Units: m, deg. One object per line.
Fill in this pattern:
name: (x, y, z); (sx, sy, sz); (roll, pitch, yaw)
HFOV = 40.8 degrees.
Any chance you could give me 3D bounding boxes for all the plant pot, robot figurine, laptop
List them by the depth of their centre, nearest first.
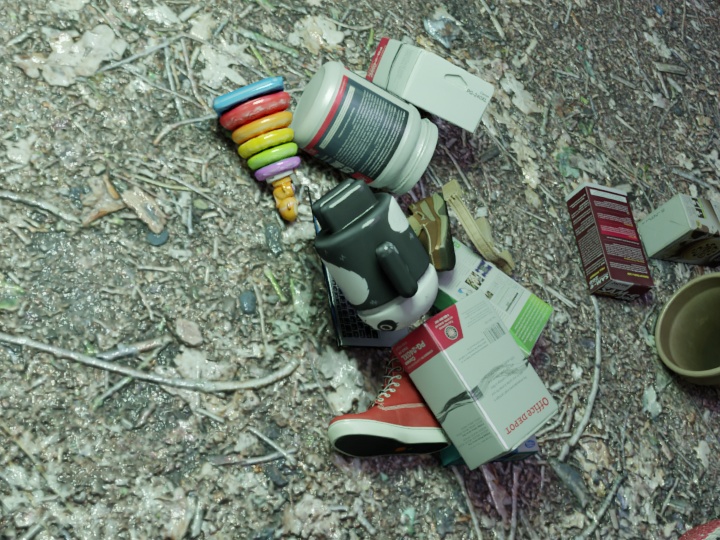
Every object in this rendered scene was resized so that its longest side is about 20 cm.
robot figurine: (0.017, -0.017, 1.249); (0.201, 0.124, 0.151); (58, 27, -17)
laptop: (0.000, 0.000, 1.362); (0.198, 0.116, 0.190); (5, 61, -32)
plant pot: (0.647, 0.129, 1.697); (0.174, 0.199, 0.202); (34, 47, -35)

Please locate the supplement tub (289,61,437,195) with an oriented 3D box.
supplement tub: (0.004, -0.214, 1.479); (0.198, 0.140, 0.142); (26, 51, -18)

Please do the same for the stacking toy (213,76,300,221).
stacking toy: (-0.129, -0.168, 1.394); (0.108, 0.116, 0.202); (-20, 93, -3)

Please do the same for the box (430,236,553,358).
box: (0.189, 0.045, 1.474); (0.199, 0.037, 0.144); (35, 36, 8)

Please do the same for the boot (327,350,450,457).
boot: (0.028, 0.173, 1.309); (0.198, 0.072, 0.146); (9, 58, -40)

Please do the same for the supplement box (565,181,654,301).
supplement box: (0.446, -0.052, 1.738); (0.108, 0.061, 0.202); (10, 57, -29)

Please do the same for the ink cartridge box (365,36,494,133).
ink cartridge box: (0.109, -0.305, 1.573); (0.144, 0.084, 0.200); (22, 12, -22)

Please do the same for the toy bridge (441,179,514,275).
toy bridge: (0.192, -0.054, 1.524); (0.200, 0.027, 0.068); (48, 23, -36)

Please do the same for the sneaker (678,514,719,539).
sneaker: (0.576, 0.427, 1.522); (0.198, 0.081, 0.075); (-7, 69, -38)

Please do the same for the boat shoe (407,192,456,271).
boat shoe: (0.102, -0.053, 1.465); (0.201, 0.073, 0.077); (-86, 165, -66)

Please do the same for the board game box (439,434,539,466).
board game box: (0.167, 0.178, 1.415); (0.149, 0.047, 0.202); (3, 62, -33)

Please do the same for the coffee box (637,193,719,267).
coffee box: (0.648, -0.073, 1.855); (0.198, 0.113, 0.081); (6, 59, -31)

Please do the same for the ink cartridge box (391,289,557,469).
ink cartridge box: (0.158, 0.148, 1.322); (0.145, 0.083, 0.201); (-24, 79, -46)
